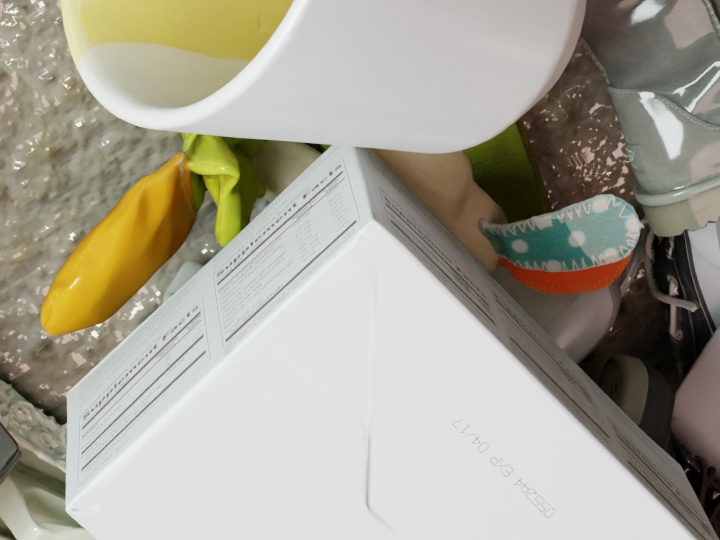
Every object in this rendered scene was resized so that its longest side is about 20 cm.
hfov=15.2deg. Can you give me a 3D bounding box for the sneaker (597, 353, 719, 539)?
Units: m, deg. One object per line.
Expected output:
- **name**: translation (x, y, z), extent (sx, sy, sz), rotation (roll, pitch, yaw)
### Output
- **sneaker**: translation (0.143, 0.103, 1.169), extent (0.106, 0.075, 0.200), rotation (15, 155, 8)

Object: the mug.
- **mug**: translation (-0.007, -0.123, 0.960), extent (0.153, 0.187, 0.149), rotation (13, 134, -41)

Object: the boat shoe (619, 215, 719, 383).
- **boat shoe**: translation (0.151, -0.006, 1.172), extent (0.074, 0.068, 0.200), rotation (-57, 144, -29)

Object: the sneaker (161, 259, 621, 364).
- **sneaker**: translation (0.010, 0.020, 1.142), extent (0.200, 0.071, 0.080), rotation (-12, 121, 7)

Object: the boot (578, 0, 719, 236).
- **boot**: translation (0.145, -0.132, 1.039), extent (0.181, 0.073, 0.201), rotation (-25, 102, -6)

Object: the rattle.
- **rattle**: translation (0.000, 0.000, 1.068), extent (0.200, 0.143, 0.130), rotation (34, 143, -13)

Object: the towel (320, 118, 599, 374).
- **towel**: translation (0.040, -0.021, 1.167), extent (0.086, 0.018, 0.200), rotation (-22, 124, 0)

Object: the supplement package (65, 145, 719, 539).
- **supplement package**: translation (0.012, 0.081, 1.013), extent (0.156, 0.111, 0.200), rotation (-42, 108, 10)

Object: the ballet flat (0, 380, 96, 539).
- **ballet flat**: translation (-0.155, 0.089, 1.163), extent (0.200, 0.072, 0.072), rotation (27, 113, -26)

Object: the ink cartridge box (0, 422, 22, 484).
- **ink cartridge box**: translation (-0.262, 0.087, 1.092), extent (0.200, 0.083, 0.146), rotation (-38, 96, 11)

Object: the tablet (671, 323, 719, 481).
- **tablet**: translation (0.210, 0.048, 1.136), extent (0.130, 0.014, 0.200), rotation (20, 144, -4)
